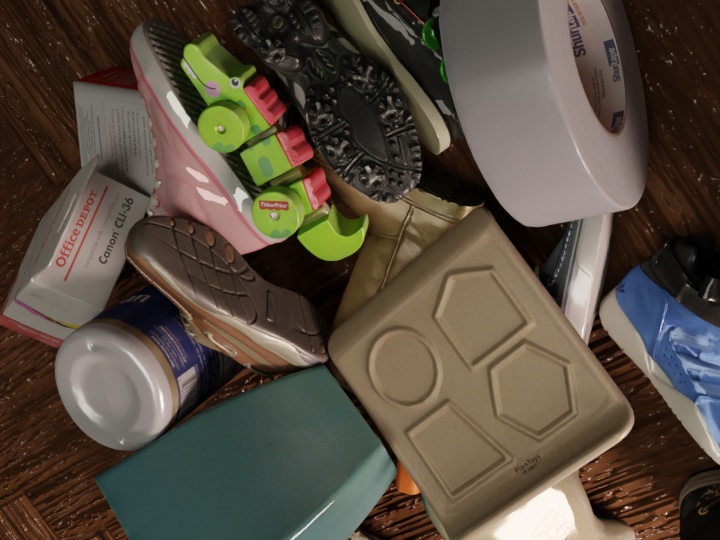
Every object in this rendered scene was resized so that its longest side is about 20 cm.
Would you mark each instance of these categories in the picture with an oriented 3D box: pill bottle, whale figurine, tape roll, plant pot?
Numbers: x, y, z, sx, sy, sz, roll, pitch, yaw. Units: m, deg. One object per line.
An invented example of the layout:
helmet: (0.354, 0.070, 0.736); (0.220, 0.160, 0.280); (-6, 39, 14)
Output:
pill bottle: (-0.160, 0.062, 0.922); (0.111, 0.200, 0.111); (10, 115, 24)
whale figurine: (0.140, 0.195, 0.910); (0.200, 0.104, 0.159); (36, 93, -18)
tape roll: (0.126, -0.132, 0.695); (0.066, 0.200, 0.201); (-12, 107, 30)
plant pot: (-0.077, 0.181, 0.869); (0.200, 0.141, 0.141); (-35, 66, -7)

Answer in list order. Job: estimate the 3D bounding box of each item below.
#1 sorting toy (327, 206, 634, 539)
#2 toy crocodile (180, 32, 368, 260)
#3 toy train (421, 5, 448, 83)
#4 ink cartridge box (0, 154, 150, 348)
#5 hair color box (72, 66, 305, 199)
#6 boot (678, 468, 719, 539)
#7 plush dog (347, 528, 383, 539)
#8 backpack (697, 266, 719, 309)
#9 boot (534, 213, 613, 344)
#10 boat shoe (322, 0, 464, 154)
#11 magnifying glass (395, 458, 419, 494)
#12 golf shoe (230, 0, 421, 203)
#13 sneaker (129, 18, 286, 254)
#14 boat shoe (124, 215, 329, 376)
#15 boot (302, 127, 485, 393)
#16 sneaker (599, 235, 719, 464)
sorting toy: (0.086, 0.081, 0.809); (0.185, 0.036, 0.200); (-42, 71, 28)
toy crocodile: (-0.067, -0.092, 0.806); (0.062, 0.068, 0.200); (-27, 102, 26)
toy train: (0.105, -0.116, 0.767); (0.042, 0.056, 0.200); (17, 148, 48)
ink cartridge box: (-0.251, -0.012, 0.936); (0.067, 0.117, 0.200); (26, 154, -20)
hair color box: (-0.148, -0.112, 0.922); (0.200, 0.061, 0.102); (13, 118, 21)
boot: (0.323, 0.197, 0.779); (0.200, 0.151, 0.073); (-14, 106, 30)
plush dog: (-0.060, 0.306, 0.980); (0.200, 0.160, 0.172); (28, 81, 11)
backpack: (0.357, 0.019, 0.668); (0.200, 0.154, 0.191); (-43, 109, 3)
boot: (0.135, 0.028, 0.821); (0.090, 0.073, 0.201); (14, 99, 20)
boat shoe: (0.026, -0.185, 0.805); (0.063, 0.074, 0.202); (-35, 84, -8)
magnifying glass: (0.049, 0.115, 0.956); (0.079, 0.022, 0.201); (13, 116, 21)
golf shoe: (-0.014, -0.136, 0.820); (0.078, 0.094, 0.200); (-35, 79, 7)
sneaker: (-0.146, -0.092, 0.846); (0.104, 0.075, 0.200); (-24, 106, 27)
boat shoe: (-0.112, 0.031, 0.842); (0.072, 0.076, 0.200); (-31, 127, 30)
boot: (0.000, 0.000, 0.886); (0.175, 0.066, 0.200); (29, 119, 20)
sneaker: (0.276, 0.062, 0.771); (0.200, 0.077, 0.111); (51, 131, 19)
